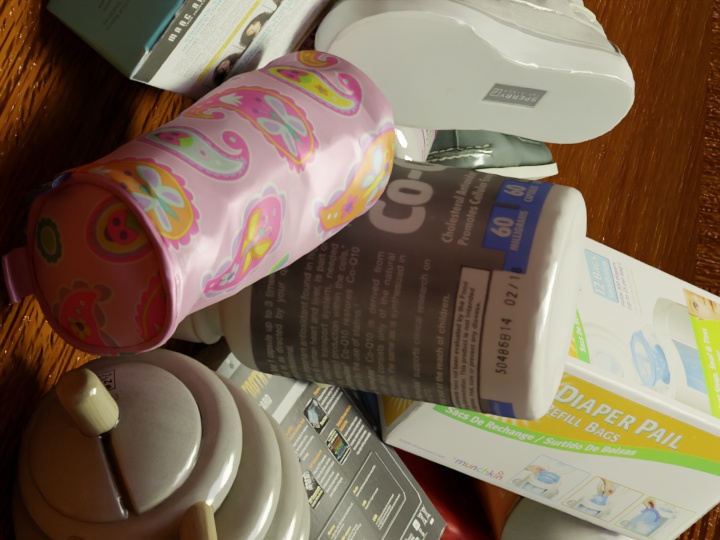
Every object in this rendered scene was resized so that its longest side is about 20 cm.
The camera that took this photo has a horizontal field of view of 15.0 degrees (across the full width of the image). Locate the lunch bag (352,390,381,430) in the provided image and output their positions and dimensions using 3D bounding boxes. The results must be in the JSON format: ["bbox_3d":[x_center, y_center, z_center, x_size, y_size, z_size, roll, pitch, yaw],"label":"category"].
[{"bbox_3d":[0.006,0.029,1.653,0.200,0.082,0.161,75,30,-60],"label":"lunch bag"}]

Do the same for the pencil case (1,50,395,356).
[{"bbox_3d":[-0.064,-0.031,1.165,0.200,0.087,0.088,-35,135,-52],"label":"pencil case"}]

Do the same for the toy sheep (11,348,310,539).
[{"bbox_3d":[-0.085,0.102,1.160,0.200,0.138,0.138,73,28,-54],"label":"toy sheep"}]

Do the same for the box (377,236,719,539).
[{"bbox_3d":[0.112,0.055,1.489,0.101,0.200,0.113,-45,-145,34],"label":"box"}]

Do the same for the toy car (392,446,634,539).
[{"bbox_3d":[0.059,0.152,1.608,0.175,0.150,0.200,58,-45,50],"label":"toy car"}]

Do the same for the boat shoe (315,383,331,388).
[{"bbox_3d":[0.002,-0.018,1.452,0.200,0.068,0.075,-94,165,-47],"label":"boat shoe"}]

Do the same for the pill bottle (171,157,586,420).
[{"bbox_3d":[0.000,0.000,1.306,0.114,0.200,0.114,10,90,-79],"label":"pill bottle"}]

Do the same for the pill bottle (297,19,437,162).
[{"bbox_3d":[-0.002,-0.118,1.423,0.200,0.112,0.112,-69,163,-45],"label":"pill bottle"}]

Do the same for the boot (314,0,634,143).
[{"bbox_3d":[0.045,-0.123,1.345,0.200,0.074,0.096,12,43,-43],"label":"boot"}]

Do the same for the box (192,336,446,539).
[{"bbox_3d":[-0.040,0.117,1.361,0.159,0.048,0.200,54,23,-9],"label":"box"}]

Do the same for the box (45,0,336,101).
[{"bbox_3d":[-0.066,-0.120,1.195,0.082,0.049,0.200,-53,170,6],"label":"box"}]

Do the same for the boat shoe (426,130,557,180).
[{"bbox_3d":[0.066,-0.076,1.552,0.200,0.073,0.062,-20,101,-76],"label":"boat shoe"}]
